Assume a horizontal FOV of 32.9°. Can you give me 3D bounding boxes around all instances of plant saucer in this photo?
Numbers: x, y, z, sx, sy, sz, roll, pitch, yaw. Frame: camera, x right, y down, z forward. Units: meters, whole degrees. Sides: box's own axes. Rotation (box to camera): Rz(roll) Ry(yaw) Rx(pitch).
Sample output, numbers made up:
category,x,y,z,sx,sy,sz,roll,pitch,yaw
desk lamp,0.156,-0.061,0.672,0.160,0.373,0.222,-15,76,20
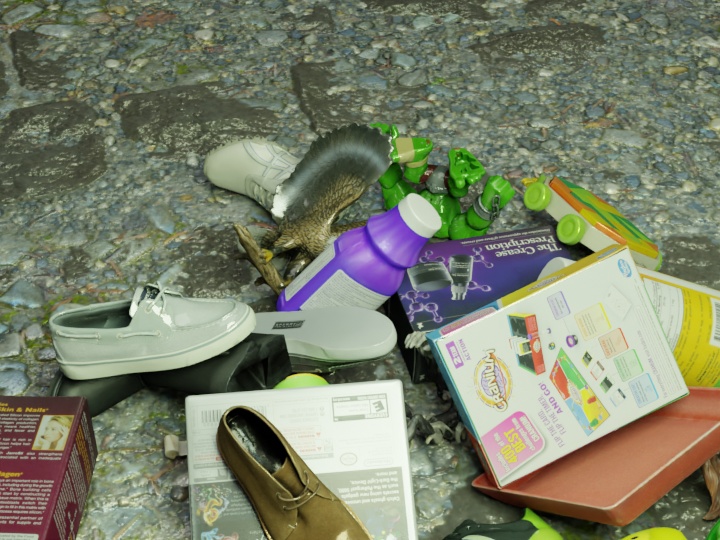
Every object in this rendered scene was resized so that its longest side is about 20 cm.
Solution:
category,x,y,z,sx,sy,sz,roll,pitch,yaw
plant saucer,0.233,0.167,1.108,0.200,0.037,0.199,-30,12,-28

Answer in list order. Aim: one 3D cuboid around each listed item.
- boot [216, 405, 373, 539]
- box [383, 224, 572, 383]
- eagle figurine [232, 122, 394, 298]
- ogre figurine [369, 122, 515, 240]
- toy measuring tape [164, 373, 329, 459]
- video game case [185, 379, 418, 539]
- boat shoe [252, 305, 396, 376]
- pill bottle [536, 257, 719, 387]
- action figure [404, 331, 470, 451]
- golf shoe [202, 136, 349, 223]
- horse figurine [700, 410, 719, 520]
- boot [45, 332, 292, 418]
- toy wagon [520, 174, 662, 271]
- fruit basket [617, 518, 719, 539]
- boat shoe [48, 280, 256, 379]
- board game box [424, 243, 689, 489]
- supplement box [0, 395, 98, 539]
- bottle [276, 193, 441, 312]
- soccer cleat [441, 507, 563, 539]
category,x,y,z,sx,sy,sz,roll,pitch,yaw
boot,-0.056,0.197,1.038,0.074,0.075,0.200,-39,79,-15
box,0.134,0.033,1.311,0.200,0.079,0.141,-9,43,-10
eagle figurine,-0.035,-0.049,1.357,0.200,0.152,0.151,-42,77,-18
ogre figurine,0.089,-0.091,1.427,0.200,0.120,0.098,11,45,16
toy measuring tape,-0.094,0.140,1.189,0.200,0.074,0.074,-7,40,-8
video game case,-0.053,0.195,1.089,0.200,0.023,0.182,-4,72,-4
boat shoe,-0.047,0.077,1.229,0.200,0.057,0.069,0,36,32
pill bottle,0.274,0.053,1.206,0.200,0.111,0.111,16,37,-14
action figure,0.080,0.125,1.182,0.200,0.102,0.119,-26,38,-24
golf shoe,-0.103,-0.105,1.487,0.200,0.078,0.097,6,46,10
horse figurine,0.379,0.145,1.139,0.200,0.050,0.133,-37,93,-23
boot,-0.188,0.108,1.192,0.200,0.066,0.165,9,40,36
toy wagon,0.254,-0.063,1.388,0.155,0.040,0.200,17,24,-40
fruit basket,0.287,0.258,0.995,0.215,0.156,0.216,11,44,-11
boat shoe,-0.202,0.051,1.156,0.200,0.072,0.070,-11,30,8
board game box,0.180,0.086,1.114,0.200,0.153,0.040,-25,8,-6
supplement box,-0.313,0.211,1.096,0.110,0.086,0.200,1,40,2
bottle,0.000,0.000,1.260,0.083,0.200,0.065,28,34,-31
soccer cleat,0.084,0.261,1.050,0.200,0.068,0.081,-12,34,-24
